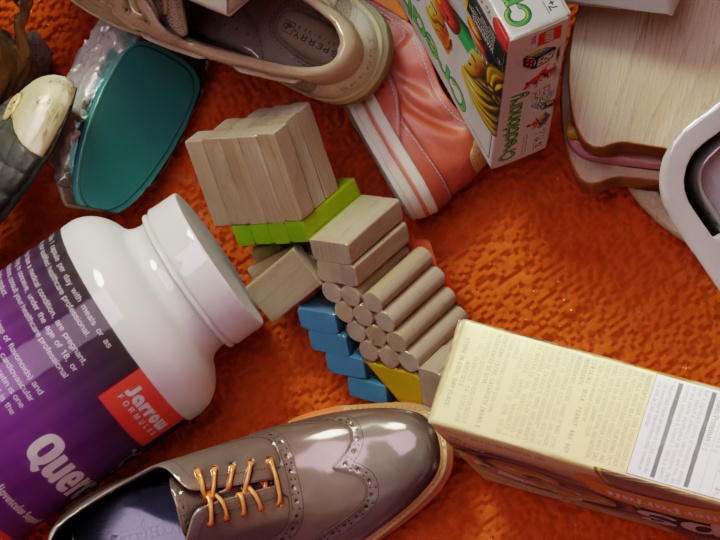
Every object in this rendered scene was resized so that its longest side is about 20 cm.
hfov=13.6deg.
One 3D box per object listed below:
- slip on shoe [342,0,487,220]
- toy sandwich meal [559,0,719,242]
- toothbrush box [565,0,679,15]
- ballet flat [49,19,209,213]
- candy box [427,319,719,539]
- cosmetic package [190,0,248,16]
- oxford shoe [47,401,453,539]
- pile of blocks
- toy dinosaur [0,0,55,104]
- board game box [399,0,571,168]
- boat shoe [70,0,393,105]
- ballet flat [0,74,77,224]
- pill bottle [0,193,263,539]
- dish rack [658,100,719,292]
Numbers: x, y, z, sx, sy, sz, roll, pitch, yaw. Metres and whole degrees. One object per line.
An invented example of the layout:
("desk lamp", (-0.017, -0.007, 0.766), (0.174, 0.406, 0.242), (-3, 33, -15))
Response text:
("slip on shoe", (0.005, -0.122, 1.489), (0.061, 0.074, 0.201), (-28, 74, 0))
("toy sandwich meal", (0.193, -0.097, 1.426), (0.204, 0.070, 0.207), (-5, 72, 15))
("toothbrush box", (0.128, -0.240, 1.407), (0.086, 0.146, 0.201), (9, 47, 22))
("ballet flat", (-0.108, -0.119, 1.531), (0.071, 0.072, 0.201), (21, 79, 21))
("candy box", (0.141, 0.084, 1.360), (0.199, 0.115, 0.056), (14, 79, 19))
("cosmetic package", (-0.117, -0.203, 1.420), (0.199, 0.073, 0.104), (22, 42, 20))
("oxford shoe", (-0.053, 0.111, 1.423), (0.199, 0.073, 0.072), (-21, 79, 14))
("pile of blocks", (0.000, 0.000, 1.451), (0.200, 0.062, 0.082), (53, 137, -3))
("toy dinosaur", (-0.197, -0.098, 1.468), (0.060, 0.200, 0.107), (9, 111, 29))
("board game box", (0.035, -0.161, 1.406), (0.034, 0.126, 0.201), (-23, 68, -11))
("boat shoe", (-0.080, -0.137, 1.444), (0.199, 0.065, 0.073), (27, 96, 18))
("ballet flat", (-0.213, -0.033, 1.493), (0.057, 0.067, 0.200), (42, 117, -16))
("pill bottle", (-0.149, 0.051, 1.455), (0.199, 0.112, 0.113), (-34, 67, 4))
("dish rack", (0.248, -0.043, 1.375), (0.200, 0.044, 0.172), (-36, 104, 3))
